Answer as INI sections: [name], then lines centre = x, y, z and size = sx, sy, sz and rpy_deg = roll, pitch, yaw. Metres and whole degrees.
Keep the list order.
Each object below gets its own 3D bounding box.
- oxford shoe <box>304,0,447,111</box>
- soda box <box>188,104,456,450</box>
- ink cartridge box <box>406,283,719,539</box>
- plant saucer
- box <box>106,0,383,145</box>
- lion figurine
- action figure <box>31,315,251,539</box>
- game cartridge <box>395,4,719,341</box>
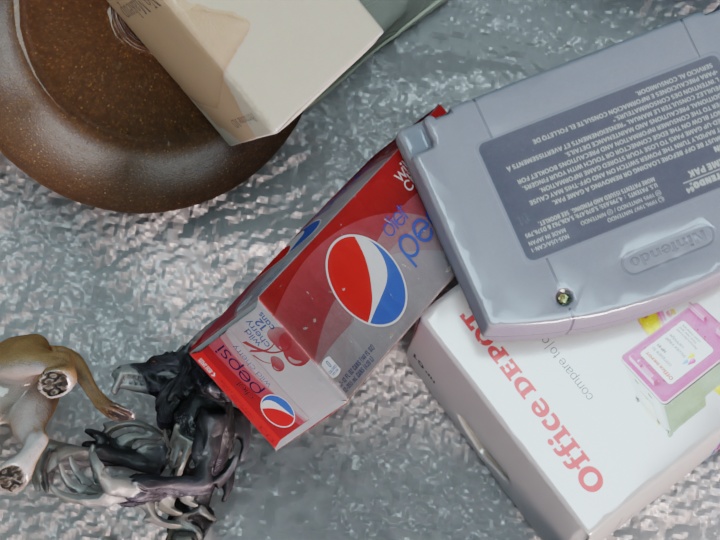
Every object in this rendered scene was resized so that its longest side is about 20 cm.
[oxford shoe]
centre = 0.006, -0.163, 1.346
size = 0.075, 0.058, 0.200
rpy_deg = 41, 75, 9
[soda box]
centre = 0.000, 0.000, 1.244
size = 0.070, 0.063, 0.200
rpy_deg = 48, 42, -5
[ink cartridge box]
centre = 0.144, 0.033, 1.288
size = 0.200, 0.085, 0.145
rpy_deg = -37, 80, -11
[plant saucer]
centre = -0.109, -0.130, 1.261
size = 0.199, 0.037, 0.202
rpy_deg = 1, 88, -19
[box]
centre = -0.089, -0.162, 1.202
size = 0.078, 0.095, 0.200
rpy_deg = -43, 99, -14
[lion figurine]
centre = -0.208, 0.069, 1.234
size = 0.199, 0.123, 0.073
rpy_deg = -9, 110, 1
[action figure]
centre = -0.112, 0.111, 1.236
size = 0.101, 0.119, 0.201
rpy_deg = 13, 81, -10
[game cartridge]
centre = 0.133, -0.045, 1.247
size = 0.199, 0.042, 0.134
rpy_deg = -21, 80, -10
